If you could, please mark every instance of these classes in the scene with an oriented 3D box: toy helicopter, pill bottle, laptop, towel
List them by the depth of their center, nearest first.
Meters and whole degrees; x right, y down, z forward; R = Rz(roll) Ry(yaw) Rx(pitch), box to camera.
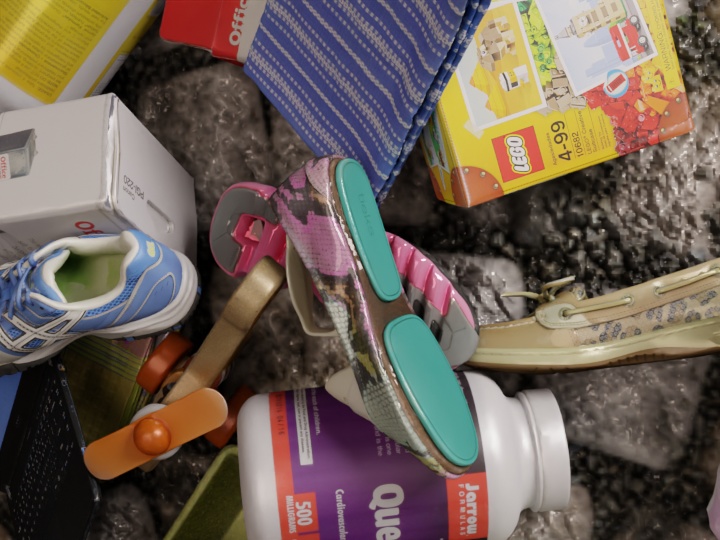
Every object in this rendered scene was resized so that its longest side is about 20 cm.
[{"bbox_3d":[-0.005,-0.140,0.658,0.145,0.024,0.200,51,142,20],"label":"towel"},{"bbox_3d":[0.026,0.124,0.722,0.199,0.112,0.113,-6,89,-3],"label":"pill bottle"},{"bbox_3d":[-0.103,0.064,0.729,0.079,0.132,0.200,38,131,3],"label":"toy helicopter"},{"bbox_3d":[-0.271,0.135,0.803,0.200,0.103,0.178,62,140,36],"label":"laptop"},{"bbox_3d":[-0.221,-0.173,0.813,0.112,0.112,0.200,43,103,12],"label":"pill bottle"},{"bbox_3d":[-0.241,0.061,0.873,0.199,0.023,0.144,23,99,17],"label":"towel"}]

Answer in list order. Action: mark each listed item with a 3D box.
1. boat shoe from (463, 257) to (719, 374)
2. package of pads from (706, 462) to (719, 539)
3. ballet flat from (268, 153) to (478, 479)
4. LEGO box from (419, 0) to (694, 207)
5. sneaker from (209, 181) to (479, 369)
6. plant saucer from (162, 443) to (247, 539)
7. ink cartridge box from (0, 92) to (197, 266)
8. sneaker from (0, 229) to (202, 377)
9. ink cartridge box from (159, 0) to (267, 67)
[{"bbox_3d":[0.160,0.029,0.721,0.199,0.073,0.063,-8,83,7],"label":"boat shoe"},{"bbox_3d":[0.275,0.076,0.640,0.120,0.076,0.201,13,120,14],"label":"package of pads"},{"bbox_3d":[0.001,0.032,0.667,0.071,0.069,0.201,-27,84,28],"label":"ballet flat"},{"bbox_3d":[0.094,-0.157,0.681,0.148,0.077,0.201,-19,100,-7],"label":"LEGO box"},{"bbox_3d":[0.000,0.000,0.751,0.200,0.095,0.079,31,103,24],"label":"sneaker"},{"bbox_3d":[-0.060,0.254,0.804,0.200,0.048,0.200,36,102,14],"label":"plant saucer"},{"bbox_3d":[-0.229,-0.041,0.786,0.199,0.146,0.085,-6,70,13],"label":"ink cartridge box"},{"bbox_3d":[-0.206,0.014,0.727,0.199,0.077,0.076,-17,64,6],"label":"sneaker"},{"bbox_3d":[-0.025,-0.186,0.773,0.199,0.067,0.117,15,95,17],"label":"ink cartridge box"}]
